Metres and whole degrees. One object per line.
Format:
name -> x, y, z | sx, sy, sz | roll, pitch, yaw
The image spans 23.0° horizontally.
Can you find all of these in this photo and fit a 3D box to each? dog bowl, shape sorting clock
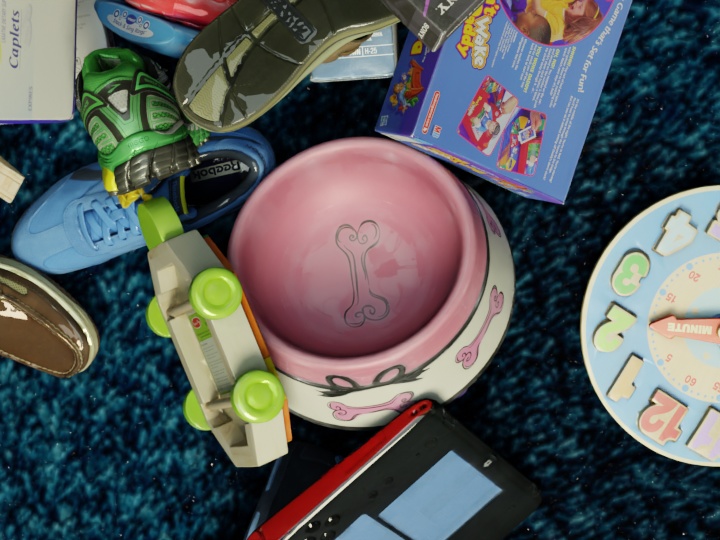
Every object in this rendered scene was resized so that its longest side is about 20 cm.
dog bowl -> 0.000, 0.000, 1.170 | 0.199, 0.074, 0.201 | -5, 66, 11
shape sorting clock -> 0.254, 0.040, 1.242 | 0.199, 0.039, 0.201 | 0, 100, 1

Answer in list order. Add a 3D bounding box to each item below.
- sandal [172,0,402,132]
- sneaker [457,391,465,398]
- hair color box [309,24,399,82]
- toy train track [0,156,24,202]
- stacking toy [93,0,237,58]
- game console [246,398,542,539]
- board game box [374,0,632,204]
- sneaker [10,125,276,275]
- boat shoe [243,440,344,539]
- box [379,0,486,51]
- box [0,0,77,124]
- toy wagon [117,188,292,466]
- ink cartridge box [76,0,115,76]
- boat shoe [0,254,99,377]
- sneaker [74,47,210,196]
sandal -> -0.030, -0.160, 1.098 | 0.201, 0.057, 0.080 | -34, 84, 0
sneaker -> -0.016, 0.050, 1.225 | 0.199, 0.083, 0.081 | 7, 100, 1
hair color box -> -0.010, -0.229, 1.166 | 0.060, 0.100, 0.201 | -3, 100, 3
toy train track -> -0.263, -0.120, 1.192 | 0.115, 0.033, 0.200 | 39, 117, 12
stacking toy -> -0.086, -0.235, 1.144 | 0.116, 0.110, 0.201 | 26, 103, 40
game console -> 0.024, 0.179, 1.211 | 0.177, 0.200, 0.031 | -38, 54, 7
board game box -> 0.104, -0.160, 1.153 | 0.134, 0.045, 0.201 | 21, 86, -34
sneaker -> -0.153, -0.047, 1.213 | 0.200, 0.078, 0.066 | -21, 101, 6
boat shoe -> -0.072, 0.217, 1.267 | 0.069, 0.084, 0.200 | 26, 80, 19
box -> 0.024, -0.251, 1.070 | 0.200, 0.036, 0.143 | 44, 75, 0
box -> -0.284, -0.184, 1.121 | 0.199, 0.105, 0.185 | 4, 94, 33
toy wagon -> -0.102, 0.031, 1.145 | 0.039, 0.155, 0.201 | -22, 91, -19
ink cartridge box -> -0.230, -0.219, 1.204 | 0.094, 0.037, 0.201 | -9, 102, 4
boat shoe -> -0.280, 0.023, 1.220 | 0.202, 0.075, 0.075 | 29, 128, 1
sneaker -> -0.142, -0.107, 1.140 | 0.078, 0.200, 0.085 | -20, 101, -5
